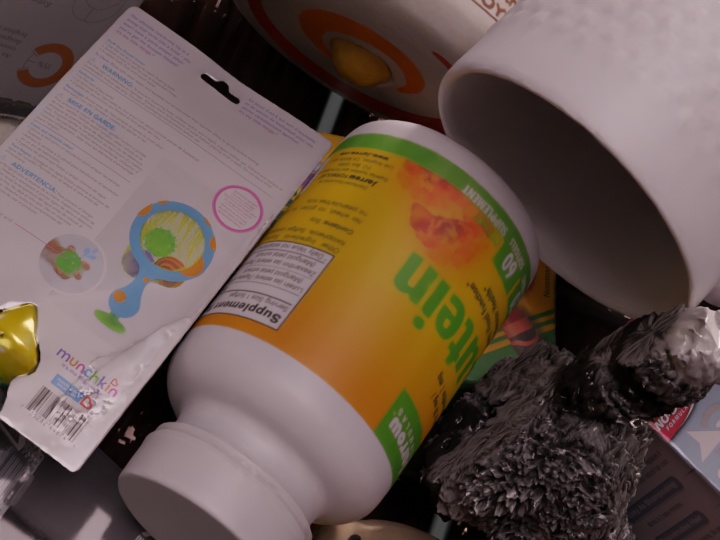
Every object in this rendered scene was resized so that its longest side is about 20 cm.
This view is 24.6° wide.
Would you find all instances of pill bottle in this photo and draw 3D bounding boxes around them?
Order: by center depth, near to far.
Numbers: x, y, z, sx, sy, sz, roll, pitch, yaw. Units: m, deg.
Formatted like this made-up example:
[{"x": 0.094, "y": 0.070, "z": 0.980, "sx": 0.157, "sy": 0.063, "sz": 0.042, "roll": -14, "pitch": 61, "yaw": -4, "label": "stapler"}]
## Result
[{"x": -0.015, "y": 0.040, "z": 0.725, "sx": 0.111, "sy": 0.111, "sz": 0.200, "roll": 36, "pitch": 63, "yaw": 2, "label": "pill bottle"}]

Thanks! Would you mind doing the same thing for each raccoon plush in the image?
[{"x": 0.116, "y": 0.107, "z": 0.738, "sx": 0.134, "sy": 0.199, "sz": 0.097, "roll": 47, "pitch": 59, "yaw": -13, "label": "raccoon plush"}]

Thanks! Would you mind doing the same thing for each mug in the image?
[{"x": 0.159, "y": -0.071, "z": 0.742, "sx": 0.175, "sy": 0.147, "sz": 0.201, "roll": -44, "pitch": 116, "yaw": -15, "label": "mug"}]

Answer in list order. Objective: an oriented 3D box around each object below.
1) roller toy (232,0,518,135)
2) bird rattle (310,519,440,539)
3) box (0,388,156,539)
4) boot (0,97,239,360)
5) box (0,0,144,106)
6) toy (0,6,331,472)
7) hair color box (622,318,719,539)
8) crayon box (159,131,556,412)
[{"x": 0.027, "y": -0.156, "z": 0.832, "sx": 0.181, "sy": 0.200, "sz": 0.141, "roll": 26, "pitch": 77, "yaw": 13, "label": "roller toy"}, {"x": 0.026, "y": 0.186, "z": 0.737, "sx": 0.198, "sy": 0.113, "sz": 0.164, "roll": 19, "pitch": 46, "yaw": -10, "label": "bird rattle"}, {"x": -0.177, "y": 0.132, "z": 0.726, "sx": 0.200, "sy": 0.050, "sz": 0.158, "roll": 42, "pitch": 63, "yaw": 6, "label": "box"}, {"x": -0.155, "y": -0.015, "z": 0.769, "sx": 0.198, "sy": 0.068, "sz": 0.132, "roll": -10, "pitch": 58, "yaw": -11, "label": "boot"}, {"x": -0.149, "y": -0.182, "z": 0.751, "sx": 0.124, "sy": 0.200, "sz": 0.098, "roll": 12, "pitch": 41, "yaw": -49, "label": "box"}, {"x": -0.114, "y": -0.013, "z": 0.722, "sx": 0.115, "sy": 0.047, "sz": 0.200, "roll": 35, "pitch": 56, "yaw": 3, "label": "toy"}, {"x": 0.183, "y": 0.117, "z": 0.809, "sx": 0.200, "sy": 0.099, "sz": 0.061, "roll": 44, "pitch": 61, "yaw": 6, "label": "hair color box"}, {"x": 0.000, "y": 0.000, "z": 0.838, "sx": 0.198, "sy": 0.051, "sz": 0.128, "roll": 8, "pitch": 64, "yaw": -12, "label": "crayon box"}]
